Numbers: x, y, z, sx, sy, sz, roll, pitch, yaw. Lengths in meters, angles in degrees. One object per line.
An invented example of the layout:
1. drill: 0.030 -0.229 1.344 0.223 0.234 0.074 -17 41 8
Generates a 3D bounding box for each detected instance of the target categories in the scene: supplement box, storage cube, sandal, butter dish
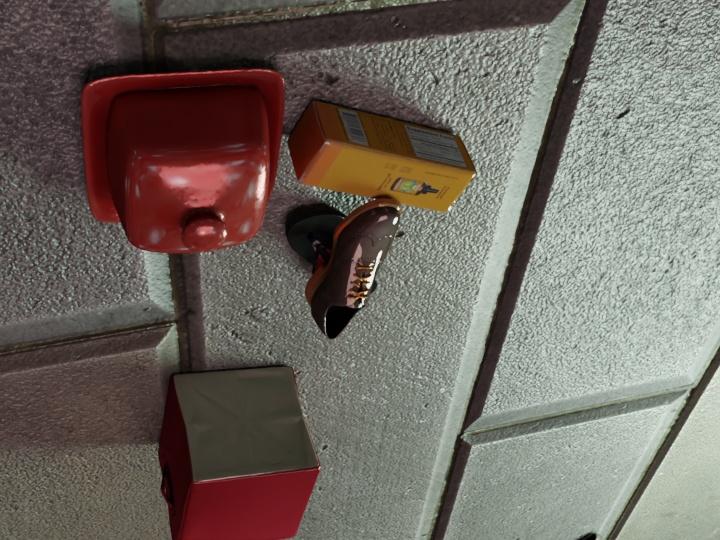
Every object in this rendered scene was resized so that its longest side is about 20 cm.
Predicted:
1. supplement box: 0.025 -0.120 1.122 0.199 0.069 0.067 11 135 -32
2. storage cube: -0.169 0.253 1.418 0.198 0.172 0.180 -3 139 -20
3. sandal: -0.025 -0.009 1.255 0.075 0.045 0.200 -25 143 9
4. butter dish: -0.162 -0.082 1.017 0.198 0.149 0.201 -7 141 -17

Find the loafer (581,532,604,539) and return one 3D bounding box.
1. loafer: 0.443 0.630 2.263 0.199 0.072 0.063 -31 123 4

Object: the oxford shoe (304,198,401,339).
1. oxford shoe: 0.000 0.000 1.174 0.071 0.073 0.201 3 140 -25
